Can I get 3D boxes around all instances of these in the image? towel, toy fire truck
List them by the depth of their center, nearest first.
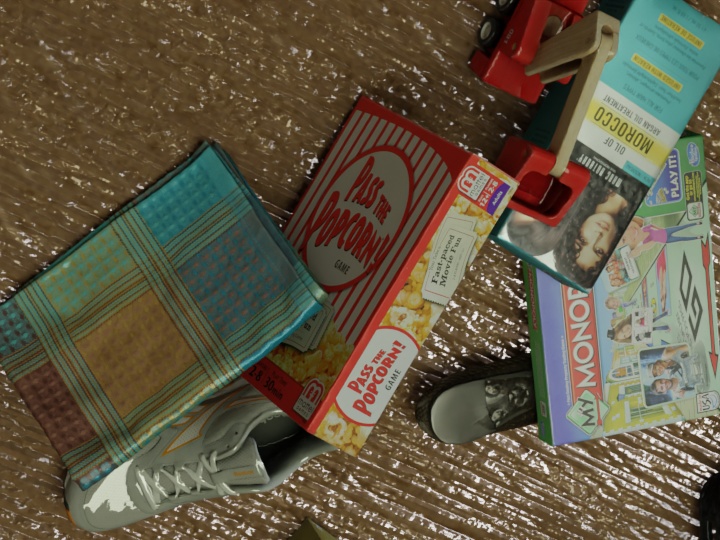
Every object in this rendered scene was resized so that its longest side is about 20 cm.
[{"bbox_3d":[-0.134,0.026,1.523,0.200,0.147,0.022,-37,154,-1],"label":"towel"},{"bbox_3d":[0.130,-0.144,1.536,0.049,0.141,0.201,21,104,-27],"label":"toy fire truck"}]

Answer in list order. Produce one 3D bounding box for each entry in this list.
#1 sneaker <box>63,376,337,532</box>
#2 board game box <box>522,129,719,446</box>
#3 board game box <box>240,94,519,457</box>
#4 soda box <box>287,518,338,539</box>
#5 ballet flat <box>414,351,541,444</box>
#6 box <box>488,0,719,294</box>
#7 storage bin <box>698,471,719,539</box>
[{"bbox_3d":[-0.104,0.124,1.597,0.199,0.092,0.076,-27,118,-7],"label":"sneaker"},{"bbox_3d":[0.181,0.012,1.662,0.134,0.029,0.201,-10,101,-17],"label":"board game box"},{"bbox_3d":[0.000,0.000,1.531,0.046,0.151,0.201,30,91,-33],"label":"board game box"},{"bbox_3d":[0.017,0.266,1.720,0.200,0.064,0.068,39,95,-29],"label":"soda box"},{"bbox_3d":[0.129,0.084,1.698,0.199,0.046,0.068,-13,101,-21],"label":"ballet flat"},{"bbox_3d":[0.163,-0.092,1.598,0.082,0.049,0.201,30,89,-20],"label":"box"},{"bbox_3d":[0.363,0.216,1.785,0.199,0.094,0.136,-3,93,-18],"label":"storage bin"}]
